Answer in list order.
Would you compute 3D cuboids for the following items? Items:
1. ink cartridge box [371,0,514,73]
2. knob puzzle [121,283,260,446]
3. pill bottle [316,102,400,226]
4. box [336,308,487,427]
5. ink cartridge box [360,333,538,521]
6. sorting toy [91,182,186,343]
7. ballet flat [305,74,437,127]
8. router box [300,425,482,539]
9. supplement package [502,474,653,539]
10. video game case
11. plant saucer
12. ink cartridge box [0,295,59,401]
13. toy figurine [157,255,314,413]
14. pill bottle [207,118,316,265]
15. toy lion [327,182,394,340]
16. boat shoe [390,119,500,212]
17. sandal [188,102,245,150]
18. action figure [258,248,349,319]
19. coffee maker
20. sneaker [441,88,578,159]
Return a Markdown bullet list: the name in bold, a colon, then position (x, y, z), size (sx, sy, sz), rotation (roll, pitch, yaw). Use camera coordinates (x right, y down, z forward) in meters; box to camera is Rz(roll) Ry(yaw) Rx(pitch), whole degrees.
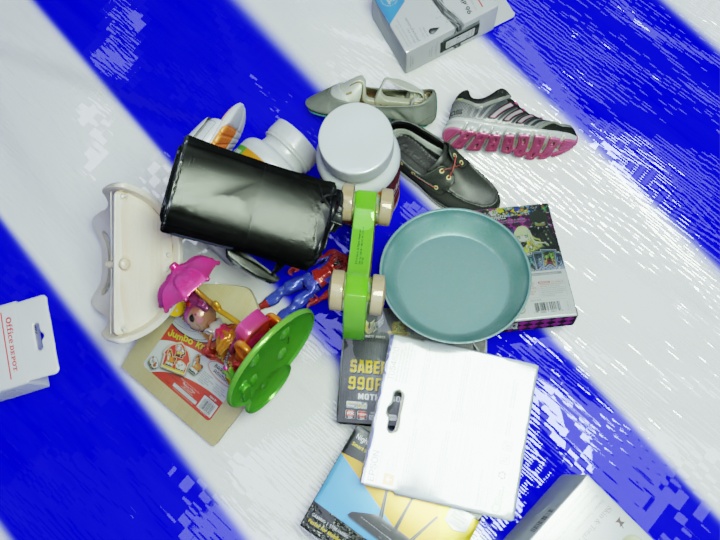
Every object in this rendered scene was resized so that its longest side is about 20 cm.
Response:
- **ink cartridge box**: position (0.129, -0.403, 1.194), size (0.198, 0.068, 0.117), rotation (-28, 77, -5)
- **knob puzzle**: position (-0.208, 0.107, 1.091), size (0.216, 0.030, 0.223), rotation (0, 89, 9)
- **pill bottle**: position (-0.001, -0.139, 1.066), size (0.112, 0.200, 0.116), rotation (-1, 76, 3)
- **box**: position (0.071, 0.136, 1.073), size (0.197, 0.048, 0.161), rotation (4, 77, 4)
- **ink cartridge box**: position (0.114, 0.198, 1.009), size (0.197, 0.041, 0.202), rotation (13, 77, 4)
- **sorting toy**: position (-0.326, -0.011, 1.076), size (0.179, 0.106, 0.203), rotation (2, 91, 46)
- **ballet flat**: position (0.017, -0.258, 1.161), size (0.197, 0.064, 0.068), rotation (8, 42, 2)
- **router box**: position (0.043, 0.320, 1.026), size (0.198, 0.051, 0.150), rotation (29, 78, 9)
- **supplement package**: position (0.284, 0.374, 0.951), size (0.152, 0.151, 0.200), rotation (-44, 78, -9)
- **video game case**: position (0.180, -0.002, 1.080), size (0.197, 0.036, 0.183), rotation (-6, 60, -2)
- **plant saucer**: position (0.123, 0.011, 1.031), size (0.197, 0.036, 0.202), rotation (-1, 60, 2)
- **ink cartridge box**: position (-0.508, 0.119, 1.087), size (0.197, 0.068, 0.118), rotation (-16, 76, -1)
- **toy figurine**: position (-0.175, 0.067, 1.000), size (0.184, 0.201, 0.150), rotation (39, 60, 16)
- **pill bottle**: position (-0.154, -0.115, 1.114), size (0.111, 0.111, 0.200), rotation (40, 81, 11)
- **toy lion**: position (0.000, 0.000, 0.997), size (0.068, 0.193, 0.202), rotation (6, 57, 1)
- **boat shoe**: position (0.115, -0.145, 1.135), size (0.200, 0.063, 0.074), rotation (35, 77, 9)
- **sandal**: position (-0.239, -0.166, 1.147), size (0.059, 0.079, 0.208), rotation (30, 81, 7)
- **action figure**: position (-0.076, 0.023, 1.111), size (0.199, 0.052, 0.066), rotation (-34, 72, -8)
- **coffee maker**: position (-0.137, -0.089, 0.964), size (0.197, 0.192, 0.136), rotation (15, 61, -16)
- **sneaker**: position (0.219, -0.219, 1.141), size (0.197, 0.074, 0.089), rotation (6, 71, 1)
